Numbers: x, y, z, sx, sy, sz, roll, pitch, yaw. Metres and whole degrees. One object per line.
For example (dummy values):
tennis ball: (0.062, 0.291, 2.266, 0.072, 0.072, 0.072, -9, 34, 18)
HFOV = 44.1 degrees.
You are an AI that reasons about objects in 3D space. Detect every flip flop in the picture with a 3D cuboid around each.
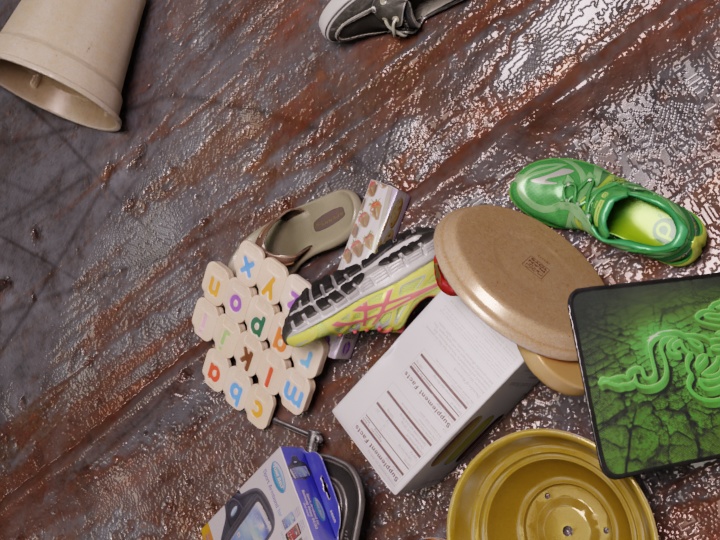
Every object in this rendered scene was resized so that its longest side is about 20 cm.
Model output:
flip flop: (-0.084, -0.034, 1.040, 0.198, 0.057, 0.082, -28, 71, 24)

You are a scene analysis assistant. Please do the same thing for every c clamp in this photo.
c clamp: (-0.054, 0.277, 0.984, 0.169, 0.027, 0.204, 2, 82, 48)

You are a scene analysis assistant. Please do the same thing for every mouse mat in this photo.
mouse mat: (0.278, 0.087, 0.780, 0.008, 0.197, 0.164, 145, 118, -66)

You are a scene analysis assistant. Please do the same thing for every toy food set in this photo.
toy food set: (0.153, 0.014, 0.828, 0.198, 0.199, 0.049, 30, 126, -1)

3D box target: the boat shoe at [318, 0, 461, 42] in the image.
boat shoe: (0.043, -0.301, 1.002, 0.198, 0.070, 0.065, -24, 72, 22)

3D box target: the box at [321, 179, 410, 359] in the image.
box: (0.000, 0.000, 1.002, 0.038, 0.041, 0.203, 22, 93, 28)

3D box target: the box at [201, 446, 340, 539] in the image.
box: (-0.098, 0.287, 0.980, 0.201, 0.041, 0.120, -50, 50, 30)

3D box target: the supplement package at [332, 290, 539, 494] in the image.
supplement package: (0.089, 0.114, 0.898, 0.200, 0.113, 0.110, -49, 64, 16)

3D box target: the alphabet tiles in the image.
alphabet tiles: (-0.121, 0.075, 1.039, 0.199, 0.014, 0.198, 33, 115, 29)

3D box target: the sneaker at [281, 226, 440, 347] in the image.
sneaker: (0.011, 0.039, 0.945, 0.198, 0.078, 0.091, -28, 113, 2)

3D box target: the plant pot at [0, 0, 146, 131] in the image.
plant pot: (-0.375, -0.313, 1.175, 0.198, 0.200, 0.186, 16, 79, 28)

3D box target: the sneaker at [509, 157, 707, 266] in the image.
sneaker: (0.235, -0.065, 0.860, 0.198, 0.083, 0.075, 22, 94, 29)

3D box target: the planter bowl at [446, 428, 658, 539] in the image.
planter bowl: (0.188, 0.251, 0.843, 0.197, 0.083, 0.204, -4, 82, 28)

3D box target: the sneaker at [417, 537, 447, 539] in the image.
sneaker: (0.035, 0.336, 0.924, 0.200, 0.078, 0.079, -45, 55, 43)
